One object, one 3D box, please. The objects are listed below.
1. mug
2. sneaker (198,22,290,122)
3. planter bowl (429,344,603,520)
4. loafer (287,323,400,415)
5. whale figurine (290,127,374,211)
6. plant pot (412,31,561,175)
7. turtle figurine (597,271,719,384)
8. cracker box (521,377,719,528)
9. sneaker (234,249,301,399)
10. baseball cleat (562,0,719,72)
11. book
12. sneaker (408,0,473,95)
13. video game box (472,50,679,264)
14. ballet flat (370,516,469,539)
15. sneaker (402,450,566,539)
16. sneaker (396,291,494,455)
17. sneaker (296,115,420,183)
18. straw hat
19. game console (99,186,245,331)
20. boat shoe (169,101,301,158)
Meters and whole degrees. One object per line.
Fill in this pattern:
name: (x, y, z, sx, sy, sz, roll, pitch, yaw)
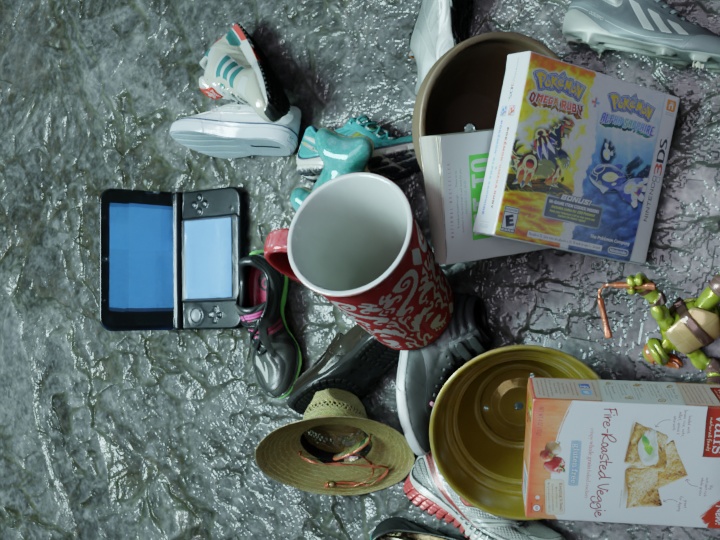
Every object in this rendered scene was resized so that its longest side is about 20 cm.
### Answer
mug: (0.009, -0.008, 0.916, 0.177, 0.200, 0.134, 34, 82, 32)
sneaker: (-0.162, -0.245, 1.125, 0.093, 0.070, 0.200, -34, 50, 9)
planter bowl: (0.176, 0.163, 0.923, 0.199, 0.083, 0.201, 1, 105, 6)
loafer: (-0.015, 0.118, 1.067, 0.200, 0.073, 0.071, -39, 32, 27)
whale figurine: (-0.025, -0.067, 1.014, 0.159, 0.104, 0.201, 18, 130, 24)
plant pot: (0.141, -0.159, 0.946, 0.093, 0.200, 0.202, -157, 78, -70)
turtle figurine: (0.352, 0.059, 0.858, 0.161, 0.064, 0.200, -39, 89, 25)
cracker box: (0.266, 0.181, 0.843, 0.199, 0.058, 0.135, 1, 108, 5)
sneaker: (-0.132, 0.072, 1.118, 0.077, 0.084, 0.201, -16, 80, 28)
baseball cleat: (0.313, -0.271, 0.892, 0.199, 0.070, 0.107, 20, 98, 28)
book: (0.167, -0.086, 0.895, 0.048, 0.199, 0.134, -163, 65, -67)
sneaker: (0.091, -0.301, 1.018, 0.079, 0.074, 0.201, -3, 86, 34)
video game box: (0.225, -0.110, 0.869, 0.047, 0.199, 0.183, 13, 94, 65)
ballet flat: (0.098, 0.341, 0.985, 0.199, 0.068, 0.068, 4, 91, 29)
sneaker: (0.142, 0.262, 0.959, 0.200, 0.078, 0.082, 25, 99, 28)
sneaker: (0.101, 0.113, 0.979, 0.099, 0.071, 0.201, -4, 74, 28)
sneaker: (0.004, -0.158, 1.061, 0.199, 0.077, 0.080, 1, 77, 28)
straw hat: (-0.030, 0.193, 1.027, 0.201, 0.201, 0.085, -25, 44, 26)
game console: (-0.260, -0.017, 1.174, 0.170, 0.118, 0.201, -3, 87, 29)
boat shoe: (-0.168, -0.198, 1.169, 0.199, 0.074, 0.067, 9, 69, 22)
